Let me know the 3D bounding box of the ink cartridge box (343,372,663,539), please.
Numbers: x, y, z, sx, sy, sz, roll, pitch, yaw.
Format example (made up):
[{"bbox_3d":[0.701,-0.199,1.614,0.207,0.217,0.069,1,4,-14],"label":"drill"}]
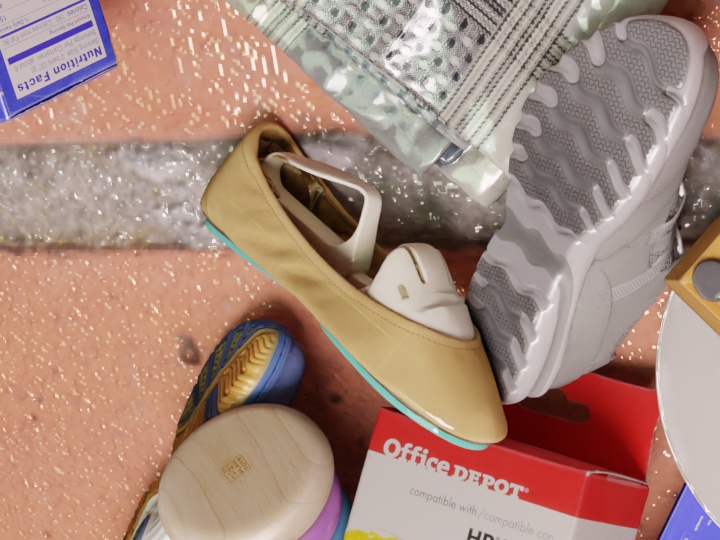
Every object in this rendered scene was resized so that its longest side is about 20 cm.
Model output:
[{"bbox_3d":[0.053,0.136,0.880,0.116,0.067,0.201,13,87,34],"label":"ink cartridge box"}]

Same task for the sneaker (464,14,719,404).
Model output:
[{"bbox_3d":[0.108,-0.029,0.840,0.075,0.082,0.201,58,142,33],"label":"sneaker"}]

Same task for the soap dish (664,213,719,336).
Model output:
[{"bbox_3d":[0.231,-0.015,0.751,0.157,0.081,0.200,46,110,18],"label":"soap dish"}]

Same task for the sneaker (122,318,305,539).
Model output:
[{"bbox_3d":[-0.059,0.111,0.991,0.088,0.075,0.201,22,124,-8],"label":"sneaker"}]

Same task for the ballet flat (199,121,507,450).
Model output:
[{"bbox_3d":[0.000,0.000,0.874,0.200,0.068,0.063,40,112,31],"label":"ballet flat"}]

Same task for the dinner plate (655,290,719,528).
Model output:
[{"bbox_3d":[0.224,0.049,0.830,0.199,0.024,0.202,4,102,17],"label":"dinner plate"}]

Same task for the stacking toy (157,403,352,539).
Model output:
[{"bbox_3d":[-0.024,0.155,0.949,0.085,0.086,0.201,-2,139,24],"label":"stacking toy"}]

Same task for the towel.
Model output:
[{"bbox_3d":[0.037,-0.145,0.839,0.192,0.035,0.200,39,123,2],"label":"towel"}]

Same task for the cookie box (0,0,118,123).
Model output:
[{"bbox_3d":[-0.213,-0.170,0.881,0.170,0.075,0.201,3,116,45],"label":"cookie box"}]

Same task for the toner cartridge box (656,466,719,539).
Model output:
[{"bbox_3d":[0.169,0.183,0.933,0.095,0.043,0.201,25,121,9],"label":"toner cartridge box"}]
